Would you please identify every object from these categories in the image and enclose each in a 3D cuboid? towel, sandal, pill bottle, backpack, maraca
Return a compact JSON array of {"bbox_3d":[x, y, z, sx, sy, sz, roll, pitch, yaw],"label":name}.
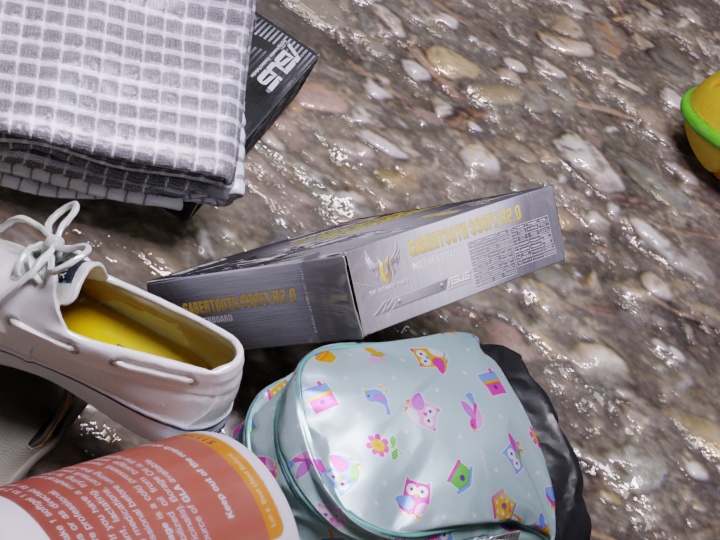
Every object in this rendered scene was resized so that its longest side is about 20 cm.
[{"bbox_3d":[-0.157,-0.128,1.055,0.198,0.086,0.167,8,65,-14],"label":"towel"},{"bbox_3d":[-0.181,0.054,0.913,0.081,0.055,0.200,32,35,-3],"label":"sandal"},{"bbox_3d":[-0.130,0.146,0.795,0.199,0.112,0.112,-12,55,-46],"label":"pill bottle"},{"bbox_3d":[0.016,0.107,0.947,0.199,0.127,0.168,-2,52,-36],"label":"backpack"},{"bbox_3d":[0.357,-0.120,1.498,0.199,0.108,0.137,-4,40,-33],"label":"maraca"}]

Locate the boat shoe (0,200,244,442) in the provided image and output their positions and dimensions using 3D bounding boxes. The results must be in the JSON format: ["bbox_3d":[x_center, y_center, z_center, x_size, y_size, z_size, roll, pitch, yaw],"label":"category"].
[{"bbox_3d":[-0.147,0.011,0.868,0.201,0.086,0.075,29,42,2],"label":"boat shoe"}]

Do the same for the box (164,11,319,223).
[{"bbox_3d":[-0.146,-0.143,1.181,0.192,0.048,0.200,33,36,2],"label":"box"}]

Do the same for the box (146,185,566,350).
[{"bbox_3d":[0.000,0.000,1.038,0.199,0.158,0.049,-19,97,-48],"label":"box"}]
